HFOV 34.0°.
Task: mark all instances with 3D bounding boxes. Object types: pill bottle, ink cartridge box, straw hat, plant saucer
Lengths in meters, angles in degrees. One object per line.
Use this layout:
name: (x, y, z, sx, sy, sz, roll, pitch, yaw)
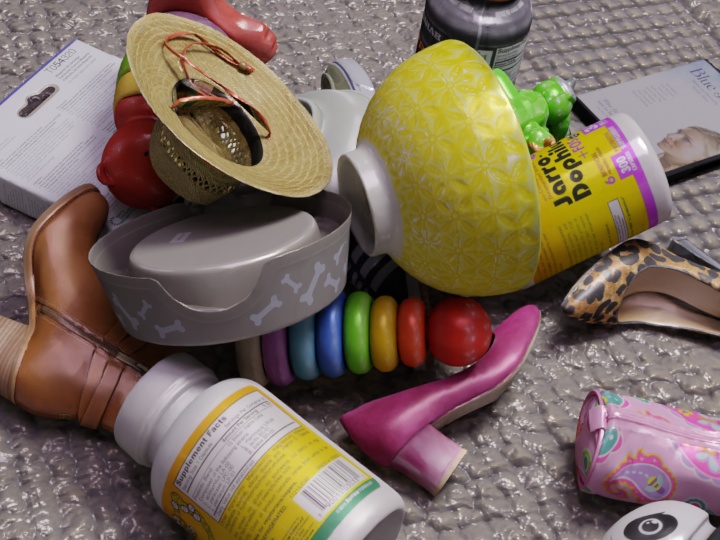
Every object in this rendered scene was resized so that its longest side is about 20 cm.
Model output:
pill bottle: (0.107, -0.218, 1.148, 0.105, 0.201, 0.107, 5, 45, -6)
ink cartridge box: (-0.239, -0.115, 1.095, 0.198, 0.044, 0.197, 24, 49, 13)
pill bottle: (0.163, -0.050, 1.033, 0.198, 0.105, 0.105, -26, 51, 3)
pill bottle: (-0.076, 0.148, 0.829, 0.199, 0.114, 0.113, 35, 50, 20)
straw hat: (-0.122, -0.104, 0.937, 0.200, 0.085, 0.202, 31, 30, -20)
plant saucer: (-0.070, -0.097, 1.029, 0.198, 0.050, 0.202, -24, 39, 21)

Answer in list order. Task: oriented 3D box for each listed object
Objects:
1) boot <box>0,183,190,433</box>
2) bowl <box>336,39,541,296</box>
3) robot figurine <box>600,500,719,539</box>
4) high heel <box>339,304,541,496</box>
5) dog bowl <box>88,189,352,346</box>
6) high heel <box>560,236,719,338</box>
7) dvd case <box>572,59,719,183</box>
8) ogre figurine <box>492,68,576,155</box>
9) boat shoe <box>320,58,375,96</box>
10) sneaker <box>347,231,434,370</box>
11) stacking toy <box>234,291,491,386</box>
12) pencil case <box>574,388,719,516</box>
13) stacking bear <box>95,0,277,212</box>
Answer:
boot: (-0.204, 0.034, 0.940, 0.153, 0.074, 0.202, 20, 61, 7)
bowl: (0.045, -0.065, 0.899, 0.106, 0.201, 0.201, -17, 52, -15)
robot figurine: (0.243, 0.244, 0.790, 0.199, 0.126, 0.150, 37, 39, 23)
high heel: (0.070, 0.082, 0.953, 0.095, 0.068, 0.201, 34, 63, 7)
dog bowl: (-0.100, -0.005, 0.884, 0.197, 0.059, 0.200, -8, 19, 3)
high heel: (0.279, 0.035, 1.029, 0.198, 0.072, 0.142, -17, 46, -36)
dvd case: (0.344, -0.161, 1.268, 0.198, 0.018, 0.143, -18, 52, -26)
ogre figurine: (0.131, -0.119, 1.111, 0.197, 0.120, 0.099, -7, 60, -19)
boat shoe: (-0.013, -0.130, 1.133, 0.061, 0.072, 0.202, -6, 51, -15)
sneaker: (0.000, 0.000, 1.017, 0.107, 0.070, 0.202, -11, 64, 2)
stacking toy: (0.005, 0.050, 0.929, 0.197, 0.086, 0.086, 0, 45, 7)
pencil case: (0.267, 0.148, 0.916, 0.197, 0.088, 0.088, 11, 46, 1)
stacking bear: (-0.167, -0.143, 1.036, 0.121, 0.113, 0.202, 36, 52, -29)
